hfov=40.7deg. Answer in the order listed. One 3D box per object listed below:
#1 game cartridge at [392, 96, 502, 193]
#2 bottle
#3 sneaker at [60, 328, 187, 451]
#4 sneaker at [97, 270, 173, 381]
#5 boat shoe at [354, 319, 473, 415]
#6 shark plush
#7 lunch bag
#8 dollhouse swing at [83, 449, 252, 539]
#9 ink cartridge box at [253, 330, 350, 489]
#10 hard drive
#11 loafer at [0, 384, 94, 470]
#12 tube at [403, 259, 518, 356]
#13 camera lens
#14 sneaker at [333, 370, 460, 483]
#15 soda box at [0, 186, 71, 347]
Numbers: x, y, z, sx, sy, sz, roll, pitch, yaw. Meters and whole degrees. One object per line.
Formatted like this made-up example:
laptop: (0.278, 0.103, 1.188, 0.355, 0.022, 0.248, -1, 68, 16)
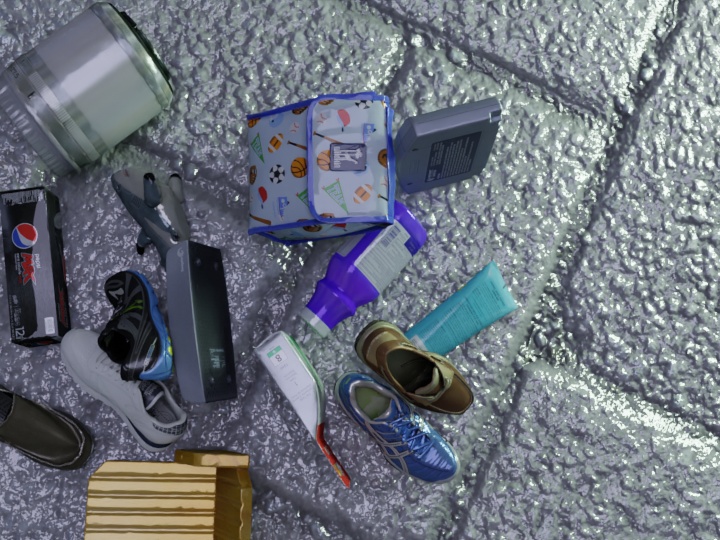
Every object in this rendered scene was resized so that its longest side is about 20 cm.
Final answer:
game cartridge: (0.107, -0.158, 1.261, 0.132, 0.200, 0.041, -18, 75, -6)
bottle: (0.000, 0.000, 1.292, 0.200, 0.065, 0.084, -49, 128, -8)
sneaker: (-0.300, 0.141, 1.248, 0.200, 0.081, 0.077, 42, 54, -1)
sneaker: (-0.295, 0.067, 1.230, 0.082, 0.071, 0.200, -8, 39, -23)
boat shoe: (0.075, 0.137, 1.233, 0.199, 0.074, 0.076, 33, 93, -34)
shark plush: (-0.270, -0.048, 1.318, 0.082, 0.091, 0.202, -19, 102, 15)
lunch bag: (-0.047, -0.130, 1.253, 0.198, 0.123, 0.172, -5, 82, 31)
dollhouse swing: (-0.242, 0.324, 1.195, 0.174, 0.181, 0.203, 6, 81, -22)
ink cartridge box: (-0.055, 0.172, 1.222, 0.050, 0.161, 0.201, -36, 84, -4)
hard drive: (-0.204, 0.068, 1.250, 0.042, 0.135, 0.203, -8, 84, 11)
loafer: (-0.439, 0.199, 1.249, 0.198, 0.070, 0.076, 24, 81, 2)
tube: (0.118, 0.074, 1.302, 0.199, 0.050, 0.078, -35, 113, -9)
camera lens: (-0.359, -0.239, 1.277, 0.199, 0.160, 0.160, -38, 84, -7)
sneaker: (0.046, 0.208, 1.263, 0.199, 0.077, 0.076, 37, 80, 2)
soda box: (-0.428, -0.004, 1.281, 0.062, 0.071, 0.203, -7, 81, -2)
